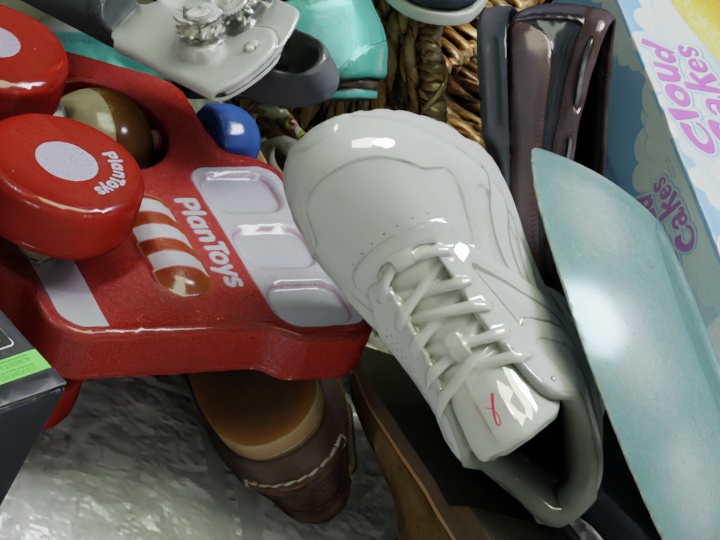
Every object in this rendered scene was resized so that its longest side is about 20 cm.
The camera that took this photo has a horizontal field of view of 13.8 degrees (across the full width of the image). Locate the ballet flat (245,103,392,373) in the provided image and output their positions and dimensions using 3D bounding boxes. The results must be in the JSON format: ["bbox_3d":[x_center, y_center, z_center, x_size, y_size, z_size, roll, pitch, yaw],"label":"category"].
[{"bbox_3d":[0.000,0.000,1.327,0.200,0.064,0.076,42,33,15],"label":"ballet flat"}]

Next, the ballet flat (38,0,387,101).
[{"bbox_3d":[-0.088,-0.103,1.312,0.199,0.071,0.067,-5,0,1],"label":"ballet flat"}]

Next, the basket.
[{"bbox_3d":[0.054,-0.111,1.446,0.149,0.143,0.200,38,33,10],"label":"basket"}]

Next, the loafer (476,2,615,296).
[{"bbox_3d":[0.092,-0.021,1.327,0.063,0.201,0.072,-6,0,13],"label":"loafer"}]

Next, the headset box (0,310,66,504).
[{"bbox_3d":[-0.231,0.033,1.062,0.200,0.093,0.174,47,36,21],"label":"headset box"}]

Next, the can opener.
[{"bbox_3d":[-0.094,-0.110,1.244,0.200,0.067,0.053,30,69,40],"label":"can opener"}]

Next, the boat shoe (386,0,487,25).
[{"bbox_3d":[0.040,-0.199,1.369,0.074,0.062,0.201,15,49,-10],"label":"boat shoe"}]

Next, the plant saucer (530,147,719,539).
[{"bbox_3d":[0.123,0.037,1.215,0.201,0.038,0.202,-21,90,-79],"label":"plant saucer"}]

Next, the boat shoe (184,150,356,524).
[{"bbox_3d":[-0.049,0.022,1.264,0.070,0.070,0.201,58,13,-47],"label":"boat shoe"}]

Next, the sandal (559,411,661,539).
[{"bbox_3d":[0.107,0.108,1.272,0.201,0.043,0.076,52,22,-1],"label":"sandal"}]

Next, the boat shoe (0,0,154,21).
[{"bbox_3d":[-0.100,-0.148,1.351,0.200,0.074,0.063,-19,32,4],"label":"boat shoe"}]

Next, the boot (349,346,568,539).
[{"bbox_3d":[0.029,0.103,1.210,0.073,0.076,0.200,18,24,-30],"label":"boot"}]

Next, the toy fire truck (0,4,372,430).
[{"bbox_3d":[-0.102,-0.025,1.203,0.167,0.113,0.200,0,38,-31],"label":"toy fire truck"}]

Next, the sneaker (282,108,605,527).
[{"bbox_3d":[0.043,0.021,1.140,0.200,0.078,0.100,47,16,-32],"label":"sneaker"}]

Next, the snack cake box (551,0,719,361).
[{"bbox_3d":[0.166,-0.047,1.390,0.114,0.067,0.201,5,53,-35],"label":"snack cake box"}]
